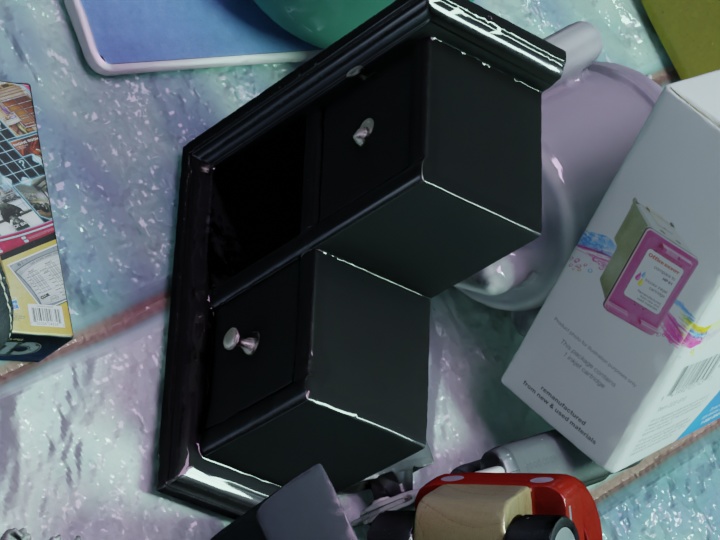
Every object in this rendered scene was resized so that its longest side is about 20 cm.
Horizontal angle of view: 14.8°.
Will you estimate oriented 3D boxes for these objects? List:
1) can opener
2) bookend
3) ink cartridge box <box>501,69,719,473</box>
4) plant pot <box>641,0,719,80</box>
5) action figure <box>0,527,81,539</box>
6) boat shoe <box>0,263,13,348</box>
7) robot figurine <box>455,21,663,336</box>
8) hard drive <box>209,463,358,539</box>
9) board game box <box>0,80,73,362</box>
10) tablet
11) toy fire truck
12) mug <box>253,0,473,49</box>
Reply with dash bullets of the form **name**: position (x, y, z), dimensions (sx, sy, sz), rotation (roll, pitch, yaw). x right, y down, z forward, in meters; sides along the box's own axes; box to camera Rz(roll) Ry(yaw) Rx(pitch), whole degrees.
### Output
- **can opener**: position (0.066, 0.095, 1.452), dimensions (0.200, 0.053, 0.067), rotation (-13, 77, -45)
- **bookend**: position (0.000, 0.000, 1.342), dimensions (0.092, 0.199, 0.200), rotation (24, 54, -32)
- **ink cartridge box**: position (0.181, -0.009, 1.460), dimensions (0.085, 0.200, 0.144), rotation (41, 32, 21)
- **plant pot**: position (0.275, -0.230, 1.720), dimensions (0.194, 0.195, 0.200), rotation (-25, 78, -45)
- **action figure**: position (-0.145, 0.141, 1.220), dimensions (0.200, 0.118, 0.055), rotation (7, 87, -26)
- **boat shoe**: position (-0.196, -0.053, 1.240), dimensions (0.060, 0.076, 0.200), rotation (-20, 82, -39)
- **robot figurine**: position (0.108, -0.049, 1.522), dimensions (0.200, 0.113, 0.170), rotation (-25, 125, -46)
- **hard drive**: position (-0.010, 0.197, 1.279), dimensions (0.042, 0.135, 0.200), rotation (-21, 82, -23)
- **board game box**: position (-0.233, -0.030, 1.274), dimensions (0.200, 0.035, 0.136), rotation (6, 64, -39)
- **tablet**: position (-0.084, -0.168, 1.493), dimensions (0.200, 0.014, 0.130), rotation (-8, 73, -42)
- **toy fire truck**: position (0.104, 0.180, 1.382), dimensions (0.200, 0.128, 0.176), rotation (-22, 109, -64)
- **mug**: position (-0.003, -0.179, 1.479), dimensions (0.152, 0.114, 0.185), rotation (23, 55, -31)
